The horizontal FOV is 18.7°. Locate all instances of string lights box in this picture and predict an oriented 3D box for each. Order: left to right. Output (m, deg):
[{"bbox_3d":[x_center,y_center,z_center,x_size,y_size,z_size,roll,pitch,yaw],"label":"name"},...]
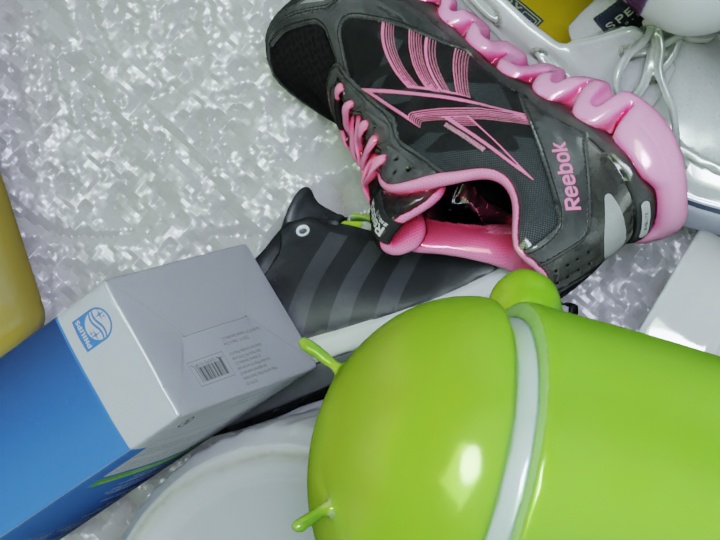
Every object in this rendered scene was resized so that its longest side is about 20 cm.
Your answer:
[{"bbox_3d":[-0.125,0.071,0.842,0.200,0.103,0.059,-34,82,27],"label":"string lights box"}]

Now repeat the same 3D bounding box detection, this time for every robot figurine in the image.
[{"bbox_3d":[0.072,0.075,0.721,0.200,0.176,0.116,15,133,-13],"label":"robot figurine"}]

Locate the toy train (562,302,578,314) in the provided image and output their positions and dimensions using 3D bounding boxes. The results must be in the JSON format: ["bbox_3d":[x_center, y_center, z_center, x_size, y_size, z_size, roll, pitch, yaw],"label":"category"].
[{"bbox_3d":[0.069,0.112,0.873,0.034,0.046,0.200,10,90,27],"label":"toy train"}]

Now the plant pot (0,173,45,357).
[{"bbox_3d":[-0.224,-0.029,0.858,0.201,0.201,0.189,-28,98,6],"label":"plant pot"}]

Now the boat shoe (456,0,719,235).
[{"bbox_3d":[0.104,-0.094,0.853,0.202,0.086,0.075,39,68,11],"label":"boat shoe"}]

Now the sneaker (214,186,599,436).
[{"bbox_3d":[0.000,0.000,0.876,0.200,0.072,0.083,-21,83,6],"label":"sneaker"}]

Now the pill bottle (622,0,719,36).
[{"bbox_3d":[0.108,-0.154,0.770,0.200,0.112,0.112,39,92,8],"label":"pill bottle"}]

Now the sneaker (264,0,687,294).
[{"bbox_3d":[0.025,-0.049,0.838,0.200,0.079,0.095,29,58,35],"label":"sneaker"}]

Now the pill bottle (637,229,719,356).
[{"bbox_3d":[0.192,0.073,0.824,0.200,0.114,0.114,30,91,9],"label":"pill bottle"}]

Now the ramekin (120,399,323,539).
[{"bbox_3d":[-0.010,0.145,0.831,0.202,0.094,0.203,-2,85,27],"label":"ramekin"}]
